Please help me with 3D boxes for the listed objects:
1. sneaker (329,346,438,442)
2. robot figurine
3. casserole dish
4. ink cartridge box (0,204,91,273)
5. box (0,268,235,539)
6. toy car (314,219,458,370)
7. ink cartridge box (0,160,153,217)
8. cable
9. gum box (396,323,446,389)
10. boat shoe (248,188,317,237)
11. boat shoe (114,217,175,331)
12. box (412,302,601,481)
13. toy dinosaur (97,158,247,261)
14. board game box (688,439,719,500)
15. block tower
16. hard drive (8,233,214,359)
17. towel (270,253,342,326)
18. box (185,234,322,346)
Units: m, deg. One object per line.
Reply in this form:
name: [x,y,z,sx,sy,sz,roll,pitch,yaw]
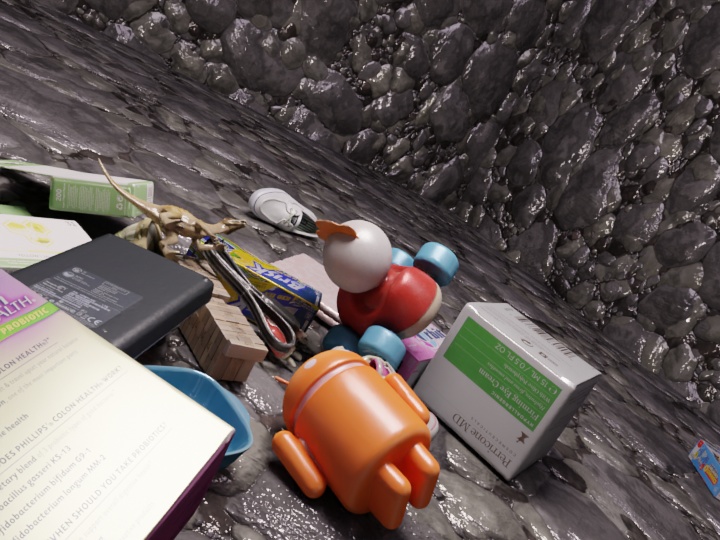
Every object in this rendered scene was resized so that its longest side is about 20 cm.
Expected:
sneaker: [0.023,0.159,0.779,0.198,0.089,0.082,25,16,-24]
robot figurine: [-0.007,0.164,0.652,0.200,0.144,0.117,42,-3,36]
casserole dish: [-0.183,0.134,0.548,0.198,0.039,0.121,14,22,-51]
ink cartridge box: [-0.385,-0.042,0.697,0.199,0.048,0.145,42,18,25]
box: [-0.208,0.119,0.365,0.198,0.098,0.176,33,28,4]
toy car: [0.000,0.000,0.862,0.201,0.185,0.176,49,-27,-23]
ink cartridge box: [-0.390,-0.110,0.843,0.196,0.049,0.146,6,9,-10]
cable: [-0.144,0.048,0.823,0.199,0.050,0.097,42,18,-8]
gum box: [0.076,0.128,1.026,0.113,0.067,0.199,39,17,25]
boat shoe: [-0.152,-0.122,1.366,0.067,0.074,0.198,38,15,36]
boat shoe: [-0.250,-0.003,0.765,0.200,0.063,0.074,43,-12,50]
box: [0.227,0.174,0.975,0.198,0.173,0.199,38,17,27]
toy dinosaur: [-0.233,-0.060,0.779,0.198,0.059,0.102,20,23,-33]
board game box: [0.879,0.503,1.445,0.198,0.056,0.196,33,15,6]
block tower: [-0.185,0.055,0.767,0.053,0.058,0.200,16,19,-43]
hard drive: [-0.245,0.025,0.607,0.137,0.033,0.200,23,22,6]
towel: [-0.063,0.040,1.106,0.189,0.033,0.200,33,14,9]
box: [-0.155,0.023,0.898,0.198,0.071,0.064,29,17,-8]
